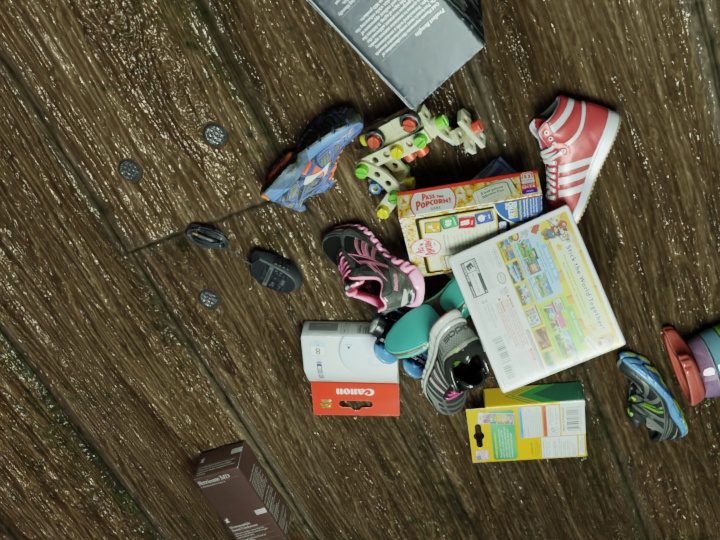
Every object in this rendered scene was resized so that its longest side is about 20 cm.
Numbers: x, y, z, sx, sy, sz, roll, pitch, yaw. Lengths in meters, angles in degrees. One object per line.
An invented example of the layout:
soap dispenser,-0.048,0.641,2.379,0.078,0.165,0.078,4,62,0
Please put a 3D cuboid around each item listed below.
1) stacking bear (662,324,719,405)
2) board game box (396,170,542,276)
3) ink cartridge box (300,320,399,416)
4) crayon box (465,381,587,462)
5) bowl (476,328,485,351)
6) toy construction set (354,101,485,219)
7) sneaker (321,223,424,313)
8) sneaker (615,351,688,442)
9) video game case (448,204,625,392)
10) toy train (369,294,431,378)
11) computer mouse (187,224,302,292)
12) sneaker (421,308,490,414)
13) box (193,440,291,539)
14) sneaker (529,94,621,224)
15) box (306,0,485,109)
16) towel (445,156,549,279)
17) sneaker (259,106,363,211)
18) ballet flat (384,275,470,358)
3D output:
stacking bear,0.586,0.125,1.393,0.197,0.122,0.115,-20,118,10
board game box,0.159,-0.062,1.288,0.196,0.047,0.152,-9,145,7
ink cartridge box,-0.014,0.178,1.523,0.157,0.048,0.203,0,121,6
crayon box,0.282,0.260,1.543,0.196,0.052,0.128,-6,123,9
bowl,0.266,0.061,1.348,0.196,0.200,0.076,-13,87,12
toy construction set,0.074,-0.165,1.260,0.198,0.093,0.132,-29,116,22
sneaker,0.000,0.000,1.331,0.199,0.095,0.080,33,135,36
sneaker,0.467,0.214,1.481,0.082,0.071,0.200,-29,119,16
video game case,0.239,0.040,1.238,0.179,0.023,0.203,-24,85,16
toy train,0.105,0.108,1.423,0.198,0.116,0.087,28,141,-14
computer mouse,-0.179,-0.025,1.422,0.198,0.034,0.059,29,139,-7
sneaker,0.140,0.152,1.301,0.073,0.088,0.202,-21,137,-21
box,-0.217,0.421,1.691,0.099,0.075,0.202,-18,118,18
sneaker,0.269,-0.141,1.251,0.111,0.071,0.203,20,101,-7
box,0.042,-0.335,1.087,0.123,0.201,0.196,-36,114,25
towel,0.185,-0.062,1.359,0.146,0.024,0.200,37,119,-18
sneaker,-0.060,-0.158,1.301,0.078,0.076,0.199,33,129,-26
ballet flat,0.125,0.067,1.332,0.200,0.068,0.070,-42,145,11
